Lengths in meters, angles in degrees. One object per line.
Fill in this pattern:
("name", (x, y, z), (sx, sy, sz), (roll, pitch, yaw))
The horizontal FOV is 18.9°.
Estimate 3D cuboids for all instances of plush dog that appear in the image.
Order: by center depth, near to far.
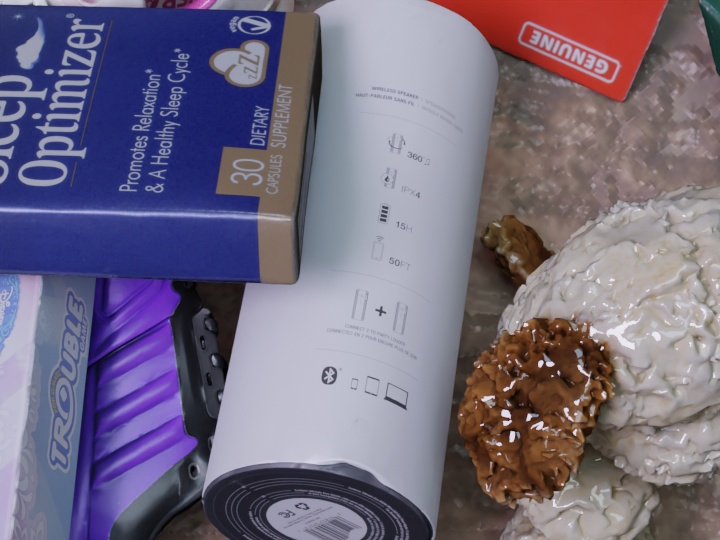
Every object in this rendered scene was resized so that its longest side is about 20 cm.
("plush dog", (0.104, 0.024, 0.748), (0.199, 0.172, 0.161), (-30, 78, -11))

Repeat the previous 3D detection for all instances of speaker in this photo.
("speaker", (0.000, 0.000, 0.773), (0.081, 0.081, 0.201), (10, 58, -1))

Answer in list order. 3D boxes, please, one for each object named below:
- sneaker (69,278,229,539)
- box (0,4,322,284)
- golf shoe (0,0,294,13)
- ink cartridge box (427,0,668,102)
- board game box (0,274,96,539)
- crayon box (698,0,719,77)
("sneaker", (-0.074, 0.040, 0.789), (0.099, 0.070, 0.202), (14, 81, 0))
("box", (-0.115, -0.046, 0.730), (0.198, 0.033, 0.122), (0, 39, 3))
("golf shoe", (-0.122, -0.097, 0.814), (0.199, 0.092, 0.076), (-19, 77, -8))
("ink cartridge box", (0.041, -0.169, 0.813), (0.199, 0.044, 0.174), (24, 118, 4))
("board game box", (-0.191, 0.092, 0.716), (0.198, 0.043, 0.201), (-9, 58, 20))
("crayon box", (0.232, -0.059, 0.797), (0.125, 0.052, 0.200), (-32, 54, -3))
